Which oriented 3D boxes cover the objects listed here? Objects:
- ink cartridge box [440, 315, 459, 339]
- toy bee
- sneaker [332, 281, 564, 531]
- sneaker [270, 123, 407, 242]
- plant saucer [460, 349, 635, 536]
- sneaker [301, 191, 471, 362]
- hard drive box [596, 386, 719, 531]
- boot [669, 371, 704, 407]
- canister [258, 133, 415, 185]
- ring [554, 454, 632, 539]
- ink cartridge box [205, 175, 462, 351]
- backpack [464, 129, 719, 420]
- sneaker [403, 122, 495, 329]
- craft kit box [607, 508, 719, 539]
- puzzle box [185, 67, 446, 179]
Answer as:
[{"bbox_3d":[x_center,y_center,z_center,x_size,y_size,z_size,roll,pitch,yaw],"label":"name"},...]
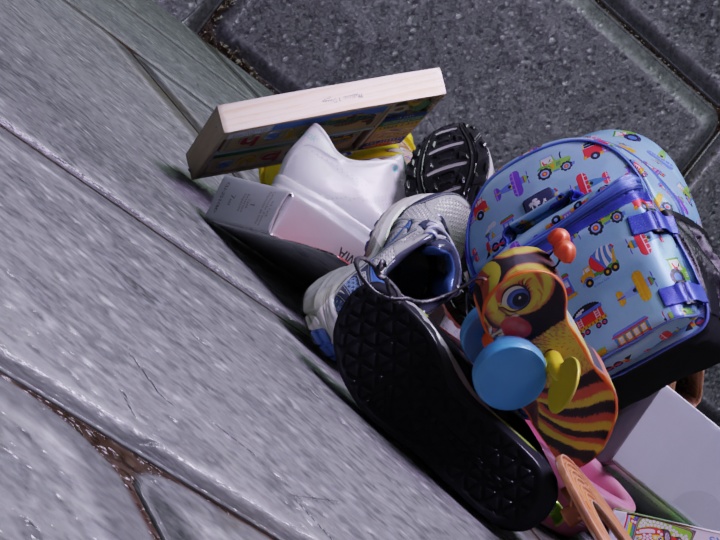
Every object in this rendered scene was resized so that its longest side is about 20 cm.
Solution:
[{"bbox_3d":[0.085,0.061,1.743,0.200,0.068,0.116,40,5,12],"label":"ink cartridge box"},{"bbox_3d":[0.108,0.035,1.247,0.200,0.109,0.131,35,20,-44],"label":"toy bee"},{"bbox_3d":[0.058,0.095,1.312,0.200,0.072,0.083,51,12,12],"label":"sneaker"},{"bbox_3d":[0.026,-0.048,1.636,0.199,0.089,0.075,31,-11,-18],"label":"sneaker"},{"bbox_3d":[0.112,0.128,1.475,0.200,0.051,0.201,39,5,-4],"label":"plant saucer"},{"bbox_3d":[0.044,0.000,1.432,0.078,0.085,0.200,61,39,-15],"label":"sneaker"},{"bbox_3d":[0.254,0.176,1.616,0.155,0.077,0.200,39,-11,-3],"label":"hard drive box"},{"bbox_3d":[0.216,0.067,1.643,0.154,0.074,0.200,31,-6,24],"label":"boot"},{"bbox_3d":[-0.006,-0.062,1.765,0.200,0.147,0.087,-118,-160,-69],"label":"canister"},{"bbox_3d":[0.172,0.201,1.225,0.201,0.019,0.201,55,7,-10],"label":"ring"},{"bbox_3d":[0.000,0.000,1.561,0.199,0.044,0.173,35,-12,-39],"label":"ink cartridge box"},{"bbox_3d":[0.156,-0.008,1.414,0.134,0.182,0.202,24,43,-59],"label":"backpack"},{"bbox_3d":[0.086,-0.027,1.605,0.079,0.073,0.202,50,26,-59],"label":"sneaker"},{"bbox_3d":[0.278,0.211,1.404,0.196,0.049,0.200,13,-7,16],"label":"craft kit box"},{"bbox_3d":[-0.040,-0.122,1.680,0.133,0.198,0.026,138,-62,-69],"label":"puzzle box"}]
